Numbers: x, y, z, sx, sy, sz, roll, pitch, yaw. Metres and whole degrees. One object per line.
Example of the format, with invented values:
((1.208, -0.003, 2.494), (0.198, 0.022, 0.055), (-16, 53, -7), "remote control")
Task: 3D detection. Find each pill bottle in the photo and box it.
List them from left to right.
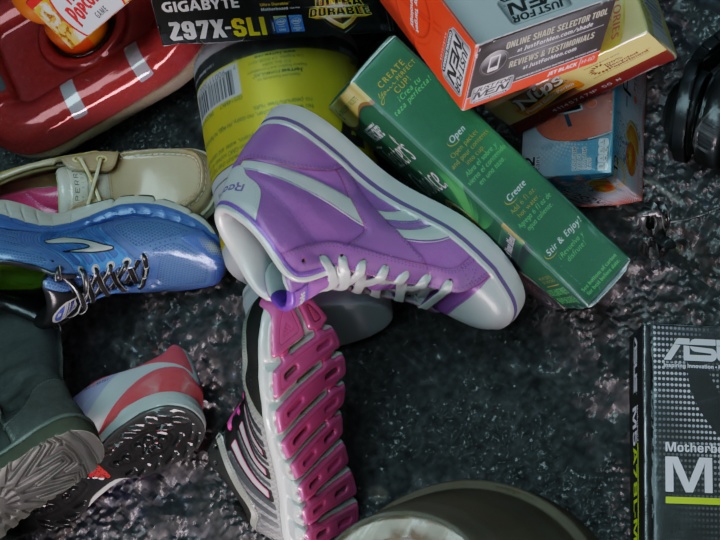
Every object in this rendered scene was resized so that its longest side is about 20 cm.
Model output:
((-0.042, -0.055, 1.412), (0.114, 0.114, 0.200), (-15, 71, 15), "pill bottle")

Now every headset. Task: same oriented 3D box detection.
((0.239, -0.086, 1.334), (0.123, 0.094, 0.200), (36, 78, 24), "headset")

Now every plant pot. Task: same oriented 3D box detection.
((0.049, 0.213, 1.275), (0.200, 0.174, 0.200), (-5, 74, 17), "plant pot")

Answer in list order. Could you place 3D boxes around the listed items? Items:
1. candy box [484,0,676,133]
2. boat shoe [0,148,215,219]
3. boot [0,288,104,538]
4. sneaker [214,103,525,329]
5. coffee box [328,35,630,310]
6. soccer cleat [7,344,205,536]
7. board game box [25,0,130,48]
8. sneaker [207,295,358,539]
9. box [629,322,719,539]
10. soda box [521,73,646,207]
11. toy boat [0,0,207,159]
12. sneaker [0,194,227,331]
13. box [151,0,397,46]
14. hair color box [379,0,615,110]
((0.113, -0.203, 1.355), (0.115, 0.055, 0.200), (-24, 65, 21), "candy box")
((-0.195, -0.046, 1.487), (0.200, 0.069, 0.074), (-14, 71, 15), "boat shoe")
((-0.266, 0.090, 1.429), (0.182, 0.073, 0.200), (-26, 46, -7), "boot")
((0.000, 0.000, 1.305), (0.200, 0.073, 0.114), (33, 56, -7), "sneaker")
((0.070, -0.056, 1.328), (0.200, 0.123, 0.044), (43, 83, -5), "coffee box")
((-0.192, 0.118, 1.453), (0.200, 0.068, 0.073), (-27, 39, 19), "soccer cleat")
((-0.114, -0.236, 1.351), (0.046, 0.200, 0.152), (45, 55, -13), "board game box")
((-0.058, 0.096, 1.358), (0.087, 0.200, 0.074), (16, 39, 34), "sneaker")
((0.258, 0.131, 1.255), (0.200, 0.048, 0.193), (4, 77, -5), "box")
((0.148, -0.145, 1.393), (0.063, 0.068, 0.200), (-3, 74, 25), "soda box")
((-0.198, -0.178, 1.483), (0.200, 0.131, 0.131), (-30, 60, 5), "toy boat")
((-0.187, 0.004, 1.432), (0.200, 0.079, 0.089), (-2, 45, -8), "sneaker")
((-0.033, -0.216, 1.425), (0.159, 0.049, 0.200), (0, 32, 18), "box")
((0.055, -0.197, 1.290), (0.101, 0.061, 0.200), (-21, 58, -22), "hair color box")
